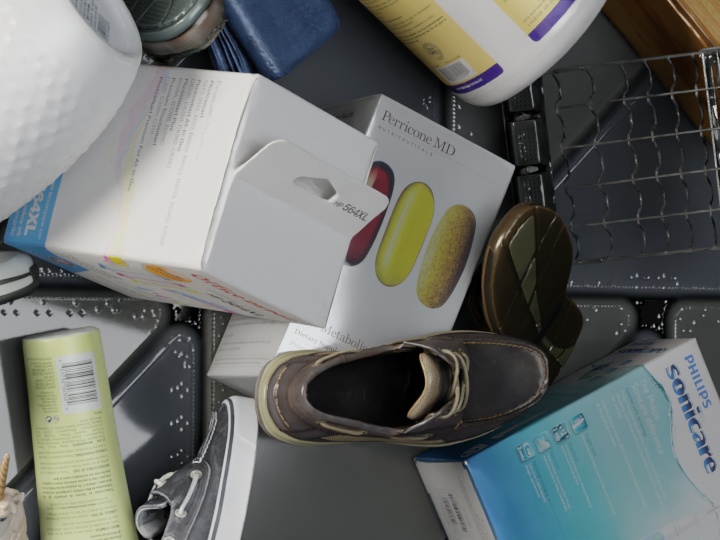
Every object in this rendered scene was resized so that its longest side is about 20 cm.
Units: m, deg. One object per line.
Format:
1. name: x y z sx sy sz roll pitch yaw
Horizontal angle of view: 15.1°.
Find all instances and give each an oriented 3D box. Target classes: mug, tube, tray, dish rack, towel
1. mug: -0.221 -0.121 1.624 0.175 0.200 0.148 -34 104 17
2. tube: -0.179 0.138 1.731 0.052 0.058 0.201 -11 93 -44
3. tray: 0.224 -0.170 1.892 0.200 0.099 0.037 48 71 -15
4. dish rack: 0.197 -0.077 1.847 0.199 0.055 0.154 -6 92 10
5. towel: -0.092 -0.222 1.770 0.112 0.048 0.200 -40 105 -50

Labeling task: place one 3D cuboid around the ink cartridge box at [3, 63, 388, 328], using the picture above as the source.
1. ink cartridge box: -0.096 -0.048 1.673 0.128 0.200 0.126 25 77 -48

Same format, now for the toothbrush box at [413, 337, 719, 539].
1. toothbrush box: 0.160 0.151 1.857 0.200 0.085 0.147 -27 99 -22

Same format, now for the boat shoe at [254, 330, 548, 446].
1. boat shoe: 0.035 0.078 1.692 0.199 0.073 0.075 -8 92 -24

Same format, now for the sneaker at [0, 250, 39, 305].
1. sneaker: -0.297 -0.027 1.669 0.200 0.076 0.116 -4 91 -21

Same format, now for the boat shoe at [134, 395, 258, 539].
1. boat shoe: -0.108 0.156 1.719 0.068 0.072 0.200 13 49 -3

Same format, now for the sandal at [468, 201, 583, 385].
1. sandal: 0.105 0.015 1.810 0.055 0.200 0.082 30 77 24

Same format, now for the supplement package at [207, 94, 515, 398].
1. supplement package: 0.000 0.000 1.780 0.114 0.109 0.201 26 78 -21

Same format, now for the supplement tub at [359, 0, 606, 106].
1. supplement tub: 0.057 -0.223 1.795 0.200 0.145 0.146 43 72 -16

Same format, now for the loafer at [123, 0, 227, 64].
1. loafer: -0.119 -0.163 1.688 0.072 0.200 0.063 -47 117 -5

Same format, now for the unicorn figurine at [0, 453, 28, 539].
1. unicorn figurine: -0.231 0.227 1.697 0.137 0.074 0.200 -43 117 -21
